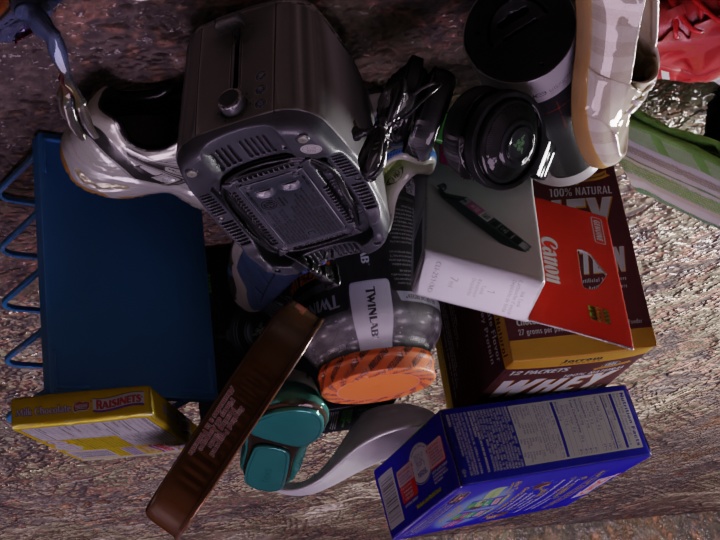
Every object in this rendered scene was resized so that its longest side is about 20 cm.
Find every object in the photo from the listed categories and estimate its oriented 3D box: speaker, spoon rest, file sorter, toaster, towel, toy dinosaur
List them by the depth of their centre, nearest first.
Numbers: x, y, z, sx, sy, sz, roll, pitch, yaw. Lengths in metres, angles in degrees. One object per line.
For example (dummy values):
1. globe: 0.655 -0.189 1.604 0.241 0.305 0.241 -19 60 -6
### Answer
1. toy dinosaur: -0.174 -0.186 0.776 0.179 0.106 0.201 -6 126 31
2. toaster: -0.047 -0.089 0.924 0.112 0.131 0.200 -15 147 17
3. speaker: 0.133 -0.134 0.991 0.080 0.082 0.200 -14 159 12
4. file sorter: -0.208 0.016 1.071 0.137 0.203 0.122 5 158 -35
5. towel: 0.282 -0.085 1.152 0.148 0.031 0.200 29 175 28
6. spoon rest: -0.014 0.170 1.263 0.197 0.061 0.099 -13 161 12

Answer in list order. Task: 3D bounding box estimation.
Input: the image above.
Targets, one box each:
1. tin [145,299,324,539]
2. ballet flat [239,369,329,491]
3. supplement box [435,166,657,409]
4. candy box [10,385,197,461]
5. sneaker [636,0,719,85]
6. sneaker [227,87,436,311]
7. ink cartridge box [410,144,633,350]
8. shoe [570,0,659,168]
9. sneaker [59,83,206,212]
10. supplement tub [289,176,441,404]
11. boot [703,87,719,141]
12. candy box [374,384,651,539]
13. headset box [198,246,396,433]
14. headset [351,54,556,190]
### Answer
1. tin: -0.096 0.111 1.021 0.042 0.201 0.112 34 -176 3
2. ballet flat: -0.068 0.125 1.161 0.066 0.071 0.201 13 150 -7
3. supplement box: 0.150 0.014 1.222 0.131 0.200 0.200 -5 159 -14
4. candy box: -0.189 0.119 1.028 0.101 0.027 0.200 -8 165 0
5. sneaker: 0.236 -0.177 0.924 0.114 0.079 0.200 -7 159 -10
6. sneaker: -0.024 -0.045 1.026 0.201 0.077 0.076 -50 154 4
7. ink cartridge box: 0.127 -0.030 1.046 0.171 0.201 0.044 14 122 -5
8. shoe: 0.174 -0.144 0.902 0.053 0.070 0.201 12 141 21
9. sneaker: -0.117 -0.093 0.997 0.198 0.077 0.088 -2 153 -31
10. supplement tub: 0.000 0.000 1.114 0.121 0.203 0.123 -8 160 -3
11. boot: 0.376 -0.110 1.174 0.160 0.074 0.199 -9 154 -7
12. candy box: 0.136 0.175 1.237 0.197 0.078 0.169 -4 156 -24
13. headset box: -0.065 0.067 1.304 0.197 0.177 0.093 -6 160 -7
14. headset: 0.056 -0.087 0.908 0.122 0.095 0.200 22 -178 25
